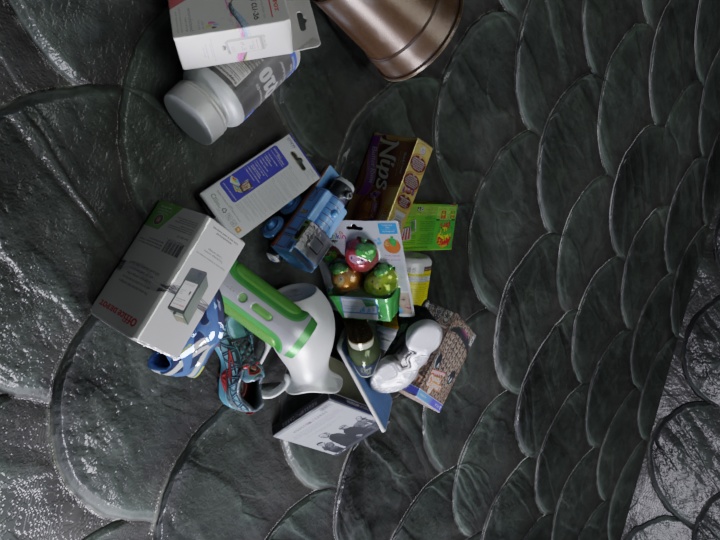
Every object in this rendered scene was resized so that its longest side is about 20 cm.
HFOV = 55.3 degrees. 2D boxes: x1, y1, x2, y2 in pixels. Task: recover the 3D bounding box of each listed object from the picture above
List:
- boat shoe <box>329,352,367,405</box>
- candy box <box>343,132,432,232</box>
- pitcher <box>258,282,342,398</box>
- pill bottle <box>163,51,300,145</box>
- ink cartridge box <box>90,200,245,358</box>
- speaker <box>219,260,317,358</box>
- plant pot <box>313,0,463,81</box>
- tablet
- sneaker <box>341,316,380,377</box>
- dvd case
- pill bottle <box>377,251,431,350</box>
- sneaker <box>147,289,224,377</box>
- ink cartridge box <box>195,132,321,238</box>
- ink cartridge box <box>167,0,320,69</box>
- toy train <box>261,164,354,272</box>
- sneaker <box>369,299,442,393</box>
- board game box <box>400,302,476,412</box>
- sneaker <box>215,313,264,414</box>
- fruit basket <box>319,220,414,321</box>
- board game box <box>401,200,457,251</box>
[{"bbox_3d":[-0.035,0.214,1.394,0.074,0.063,0.201,-35,127,19],"label":"boat shoe"},{"bbox_3d":[0.049,-0.158,1.315,0.056,0.117,0.200,21,88,-47],"label":"candy box"},{"bbox_3d":[-0.127,0.135,1.247,0.171,0.121,0.200,-13,114,-13],"label":"pitcher"},{"bbox_3d":[-0.193,-0.290,1.036,0.200,0.114,0.114,-51,132,-20],"label":"pill bottle"},{"bbox_3d":[-0.286,0.010,1.017,0.084,0.145,0.200,40,75,-45],"label":"ink cartridge box"},{"bbox_3d":[-0.171,0.056,1.125,0.200,0.088,0.088,37,73,-6],"label":"speaker"},{"bbox_3d":[0.036,-0.462,1.165,0.198,0.200,0.200,29,82,-38],"label":"plant pot"},{"bbox_3d":[0.010,0.209,1.366,0.200,0.014,0.130,63,17,-13],"label":"tablet"},{"bbox_3d":[0.003,0.133,1.331,0.067,0.200,0.090,-8,111,2],"label":"sneaker"},{"bbox_3d":[-0.055,0.308,1.366,0.150,0.025,0.200,-36,139,20],"label":"dvd case"},{"bbox_3d":[0.082,0.063,1.424,0.109,0.109,0.200,-3,105,-44],"label":"pill bottle"},{"bbox_3d":[-0.270,0.099,1.070,0.082,0.074,0.200,5,130,-35],"label":"sneaker"},{"bbox_3d":[-0.166,-0.138,1.143,0.200,0.037,0.095,-40,101,-26],"label":"ink cartridge box"},{"bbox_3d":[-0.164,-0.362,0.970,0.200,0.117,0.068,-11,155,-7],"label":"ink cartridge box"},{"bbox_3d":[-0.086,-0.093,1.204,0.200,0.114,0.087,-56,134,-15],"label":"toy train"},{"bbox_3d":[0.085,0.146,1.338,0.075,0.114,0.200,28,119,-18],"label":"sneaker"},{"bbox_3d":[0.154,0.190,1.523,0.200,0.097,0.159,-63,147,-10],"label":"board game box"},{"bbox_3d":[-0.197,0.154,1.187,0.079,0.095,0.200,-22,117,-39],"label":"sneaker"},{"bbox_3d":[0.000,0.000,1.273,0.094,0.185,0.200,-57,141,-46],"label":"fruit basket"},{"bbox_3d":[0.120,-0.095,1.455,0.200,0.048,0.102,-4,106,-44],"label":"board game box"}]
